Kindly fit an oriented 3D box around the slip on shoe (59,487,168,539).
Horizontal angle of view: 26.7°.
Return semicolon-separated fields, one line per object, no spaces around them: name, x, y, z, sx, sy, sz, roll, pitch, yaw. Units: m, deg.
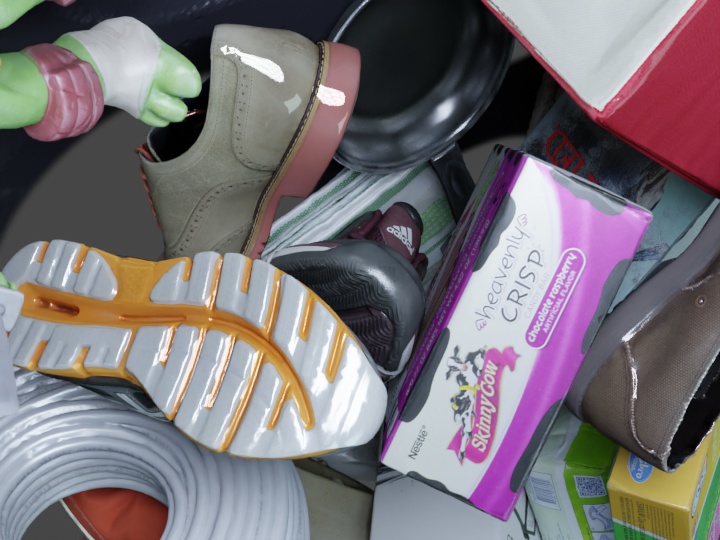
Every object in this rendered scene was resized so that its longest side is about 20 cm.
slip on shoe;-0.076;0.137;0.774;0.074;0.199;0.061;-50;166;-20

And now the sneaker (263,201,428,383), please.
sneaker;0.000;0.000;0.715;0.116;0.076;0.200;-49;-176;-25

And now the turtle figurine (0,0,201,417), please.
turtle figurine;-0.106;-0.056;0.484;0.198;0.145;0.194;-7;-160;38

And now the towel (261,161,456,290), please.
towel;0.003;-0.001;0.876;0.149;0.031;0.200;-36;156;-3

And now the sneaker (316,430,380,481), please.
sneaker;0.034;0.116;1.045;0.199;0.077;0.081;-5;147;-47

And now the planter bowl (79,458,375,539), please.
planter bowl;-0.066;0.169;0.886;0.200;0.199;0.136;29;83;-62

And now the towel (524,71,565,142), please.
towel;0.152;-0.091;0.917;0.132;0.035;0.201;-27;150;-26

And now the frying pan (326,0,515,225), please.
frying pan;0.045;-0.086;0.754;0.115;0.031;0.189;-49;142;9

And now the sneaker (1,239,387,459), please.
sneaker;-0.069;0.034;0.659;0.077;0.198;0.079;37;73;-56

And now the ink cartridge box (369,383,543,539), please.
ink cartridge box;0.072;0.144;0.905;0.083;0.202;0.146;-7;148;24

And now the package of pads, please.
package of pads;0.169;0.110;0.919;0.200;0.068;0.156;-53;132;-44

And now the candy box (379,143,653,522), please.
candy box;0.063;0.017;0.685;0.200;0.060;0.138;-66;-179;-85

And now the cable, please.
cable;-0.121;0.124;0.705;0.199;0.200;0.070;-30;143;-23

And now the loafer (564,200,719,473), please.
loafer;0.173;0.008;0.627;0.200;0.071;0.073;-49;146;18

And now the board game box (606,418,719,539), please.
board game box;0.180;0.061;0.792;0.154;0.040;0.202;69;40;-56

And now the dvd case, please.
dvd case;0.126;-0.038;0.788;0.022;0.147;0.201;22;119;-32

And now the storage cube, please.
storage cube;0.144;-0.154;0.636;0.171;0.201;0.179;-48;146;18

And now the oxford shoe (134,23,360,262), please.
oxford shoe;-0.071;-0.041;0.693;0.074;0.071;0.201;18;134;-18
